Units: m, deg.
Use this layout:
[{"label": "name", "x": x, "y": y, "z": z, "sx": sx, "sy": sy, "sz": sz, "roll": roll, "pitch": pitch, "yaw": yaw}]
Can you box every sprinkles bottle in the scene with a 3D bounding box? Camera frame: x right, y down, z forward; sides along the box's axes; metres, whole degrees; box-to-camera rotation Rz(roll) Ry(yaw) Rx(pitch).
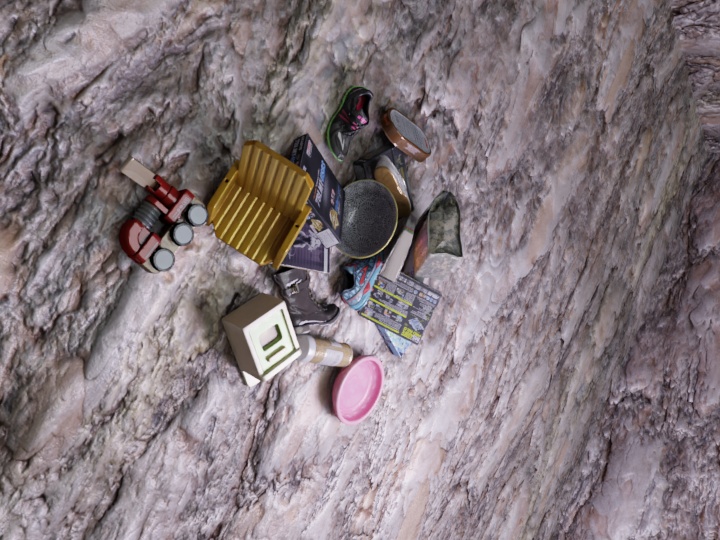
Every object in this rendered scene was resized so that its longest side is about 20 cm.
[{"label": "sprinkles bottle", "x": -0.099, "y": 0.213, "z": 1.629, "sx": 0.198, "sy": 0.067, "sz": 0.070, "roll": 21, "pitch": 85, "yaw": -54}]

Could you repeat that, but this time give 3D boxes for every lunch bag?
[{"label": "lunch bag", "x": 0.207, "y": -0.101, "z": 1.716, "sx": 0.113, "sy": 0.165, "sz": 0.207, "roll": 6, "pitch": 67, "yaw": -11}]

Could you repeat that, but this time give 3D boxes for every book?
[{"label": "book", "x": 0.111, "y": -0.067, "z": 1.681, "sx": 0.200, "sy": 0.047, "sz": 0.137, "roll": -65, "pitch": 180, "yaw": -72}]

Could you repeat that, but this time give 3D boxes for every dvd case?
[{"label": "dvd case", "x": -0.152, "y": -0.081, "z": 1.544, "sx": 0.196, "sy": 0.016, "sz": 0.154, "roll": 10, "pitch": 76, "yaw": -44}]

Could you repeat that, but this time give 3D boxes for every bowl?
[{"label": "bowl", "x": 0.020, "y": -0.126, "z": 1.633, "sx": 0.094, "sy": 0.195, "sz": 0.207, "roll": 23, "pitch": 83, "yaw": -66}]

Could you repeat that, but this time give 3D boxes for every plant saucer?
[{"label": "plant saucer", "x": -0.012, "y": 0.333, "z": 1.759, "sx": 0.197, "sy": 0.050, "sz": 0.207, "roll": -22, "pitch": 121, "yaw": -41}]

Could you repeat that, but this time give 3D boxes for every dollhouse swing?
[{"label": "dollhouse swing", "x": -0.216, "y": -0.139, "z": 1.327, "sx": 0.197, "sy": 0.176, "sz": 0.185, "roll": 32, "pitch": 75, "yaw": -4}]

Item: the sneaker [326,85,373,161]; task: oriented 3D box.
[{"label": "sneaker", "x": -0.025, "y": -0.380, "z": 1.581, "sx": 0.076, "sy": 0.082, "sz": 0.206, "roll": 25, "pitch": 81, "yaw": -43}]

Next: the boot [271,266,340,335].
[{"label": "boot", "x": -0.134, "y": 0.058, "z": 1.586, "sx": 0.197, "sy": 0.068, "sz": 0.180, "roll": -20, "pitch": 106, "yaw": -46}]

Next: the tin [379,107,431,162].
[{"label": "tin", "x": 0.129, "y": -0.375, "z": 1.722, "sx": 0.197, "sy": 0.041, "sz": 0.115, "roll": 23, "pitch": 50, "yaw": -45}]

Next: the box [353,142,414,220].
[{"label": "box", "x": 0.068, "y": -0.232, "z": 1.728, "sx": 0.157, "sy": 0.048, "sz": 0.206, "roll": -34, "pitch": 121, "yaw": -35}]

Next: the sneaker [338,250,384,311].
[{"label": "sneaker", "x": 0.000, "y": 0.000, "z": 1.690, "sx": 0.094, "sy": 0.079, "sz": 0.205, "roll": 30, "pitch": 65, "yaw": -25}]

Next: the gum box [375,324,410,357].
[{"label": "gum box", "x": 0.132, "y": 0.126, "z": 1.870, "sx": 0.201, "sy": 0.044, "sz": 0.172, "roll": -48, "pitch": 128, "yaw": -25}]

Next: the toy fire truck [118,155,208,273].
[{"label": "toy fire truck", "x": -0.424, "y": -0.118, "z": 1.239, "sx": 0.200, "sy": 0.127, "sz": 0.178, "roll": 45, "pitch": 69, "yaw": -27}]

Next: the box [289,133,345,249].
[{"label": "box", "x": -0.106, "y": -0.192, "z": 1.499, "sx": 0.200, "sy": 0.048, "sz": 0.204, "roll": 56, "pitch": 26, "yaw": -37}]

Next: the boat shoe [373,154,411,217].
[{"label": "boat shoe", "x": 0.094, "y": -0.227, "z": 1.672, "sx": 0.202, "sy": 0.069, "sz": 0.071, "roll": 62, "pitch": 32, "yaw": -48}]

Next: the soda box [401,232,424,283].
[{"label": "soda box", "x": 0.168, "y": -0.037, "z": 1.819, "sx": 0.066, "sy": 0.064, "sz": 0.205, "roll": 22, "pitch": 72, "yaw": -6}]

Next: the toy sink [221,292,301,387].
[{"label": "toy sink", "x": -0.227, "y": 0.181, "z": 1.488, "sx": 0.129, "sy": 0.110, "sz": 0.206, "roll": -32, "pitch": 120, "yaw": -34}]

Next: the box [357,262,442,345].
[{"label": "box", "x": 0.110, "y": 0.093, "z": 1.743, "sx": 0.195, "sy": 0.044, "sz": 0.164, "roll": 26, "pitch": 97, "yaw": -6}]
